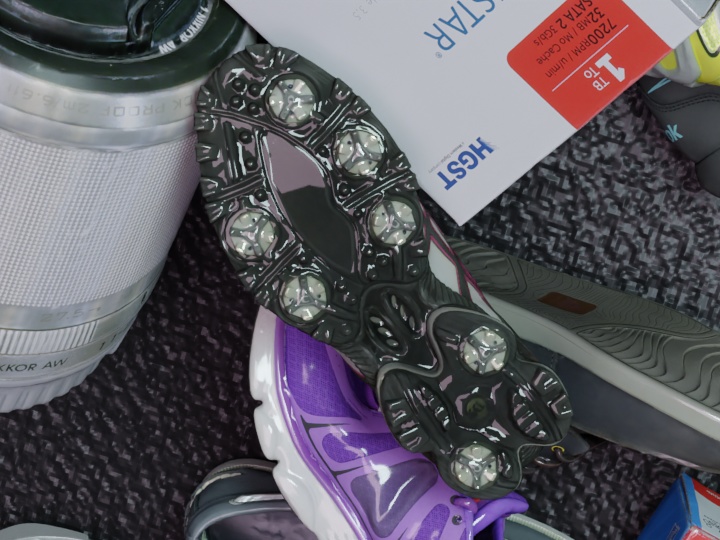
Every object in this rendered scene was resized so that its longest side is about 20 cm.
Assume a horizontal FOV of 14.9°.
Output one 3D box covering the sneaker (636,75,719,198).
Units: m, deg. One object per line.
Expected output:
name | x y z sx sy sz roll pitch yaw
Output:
sneaker | 0.195 -0.116 1.107 0.200 0.075 0.079 -41 90 15

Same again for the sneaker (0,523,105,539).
sneaker | -0.084 0.181 1.231 0.199 0.076 0.081 19 116 10

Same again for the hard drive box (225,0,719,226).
hard drive box | 0.024 -0.140 1.024 0.200 0.077 0.156 42 135 -6

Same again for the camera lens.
camera lens | -0.140 -0.061 1.107 0.160 0.160 0.200 30 132 3

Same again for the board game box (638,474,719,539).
board game box | 0.168 0.222 1.170 0.195 0.056 0.200 29 106 -7

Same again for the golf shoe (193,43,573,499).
golf shoe | 0.000 0.000 1.062 0.077 0.088 0.200 -35 104 0

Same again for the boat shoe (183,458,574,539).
boat shoe | 0.017 0.135 1.199 0.199 0.062 0.073 16 102 6

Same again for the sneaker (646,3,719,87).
sneaker | 0.152 -0.165 1.057 0.076 0.075 0.201 27 117 35

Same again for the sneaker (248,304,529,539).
sneaker | 0.022 0.087 1.128 0.083 0.081 0.201 -26 87 22

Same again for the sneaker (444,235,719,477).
sneaker | 0.084 0.064 1.153 0.200 0.075 0.107 24 115 33
